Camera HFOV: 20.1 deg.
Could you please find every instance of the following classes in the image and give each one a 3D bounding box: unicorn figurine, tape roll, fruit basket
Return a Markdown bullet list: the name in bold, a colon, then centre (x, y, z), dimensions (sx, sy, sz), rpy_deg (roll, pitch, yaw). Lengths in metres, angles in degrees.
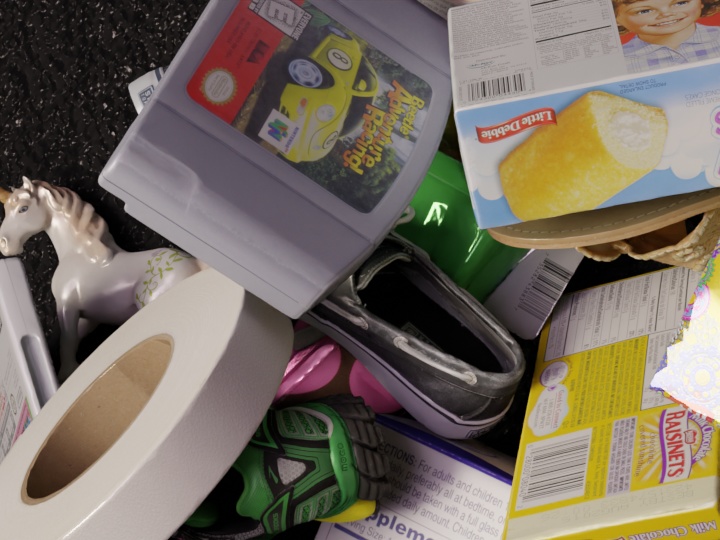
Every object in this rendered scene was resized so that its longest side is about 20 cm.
- **unicorn figurine**: centre (-0.155, 0.015, 1.220), dimensions (0.200, 0.074, 0.138), rpy_deg (5, 80, 18)
- **tape roll**: centre (-0.116, 0.083, 0.987), dimensions (0.203, 0.203, 0.037), rpy_deg (-38, 111, 24)
- **fruit basket**: centre (0.074, -0.086, 1.082), dimensions (0.185, 0.094, 0.200), rpy_deg (30, 86, 31)

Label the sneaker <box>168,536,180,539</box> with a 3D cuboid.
- **sneaker**: centre (-0.085, 0.189, 1.054), dimensions (0.074, 0.200, 0.085), rpy_deg (13, 76, 24)

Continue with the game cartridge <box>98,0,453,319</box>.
- **game cartridge**: centre (-0.028, -0.077, 0.979), dimensions (0.041, 0.133, 0.200), rpy_deg (-41, 19, 50)

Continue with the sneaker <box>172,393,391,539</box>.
- **sneaker**: centre (-0.070, 0.099, 1.013), dimensions (0.200, 0.085, 0.078), rpy_deg (-23, 75, 58)

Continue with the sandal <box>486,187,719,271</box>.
- **sandal**: centre (0.170, -0.031, 0.997), dimensions (0.212, 0.070, 0.078), rpy_deg (-21, 35, 1)

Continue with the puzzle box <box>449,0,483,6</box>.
- **puzzle box**: centre (0.068, -0.203, 1.083), dimensions (0.200, 0.025, 0.133), rpy_deg (32, 70, 31)

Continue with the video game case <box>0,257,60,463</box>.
- **video game case**: centre (-0.189, 0.111, 1.180), dimensions (0.200, 0.022, 0.182), rpy_deg (123, 131, -64)

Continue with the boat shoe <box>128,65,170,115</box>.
- **boat shoe**: centre (-0.061, -0.082, 1.113), dimensions (0.091, 0.200, 0.071), rpy_deg (-23, 86, 2)

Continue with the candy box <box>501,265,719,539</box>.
- **candy box**: centre (0.129, 0.064, 0.965), dimensions (0.102, 0.200, 0.026), rpy_deg (-13, 119, 20)

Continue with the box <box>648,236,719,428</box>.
- **box**: centre (0.267, 0.046, 0.868), dimensions (0.200, 0.193, 0.122), rpy_deg (31, 102, 32)

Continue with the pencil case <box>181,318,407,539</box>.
- **pencil case**: centre (-0.041, 0.079, 1.119), dimensions (0.200, 0.094, 0.091), rpy_deg (-47, 71, 21)

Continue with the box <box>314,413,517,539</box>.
- **box**: centre (0.060, 0.198, 1.010), dimensions (0.184, 0.105, 0.200), rpy_deg (23, 93, 33)

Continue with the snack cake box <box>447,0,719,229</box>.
- **snack cake box**: centre (0.144, -0.092, 0.954), dimensions (0.200, 0.115, 0.067), rpy_deg (-10, 120, 7)

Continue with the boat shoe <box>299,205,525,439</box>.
- **boat shoe**: centre (-0.002, 0.002, 1.013), dimensions (0.199, 0.074, 0.068), rpy_deg (44, 148, 15)
